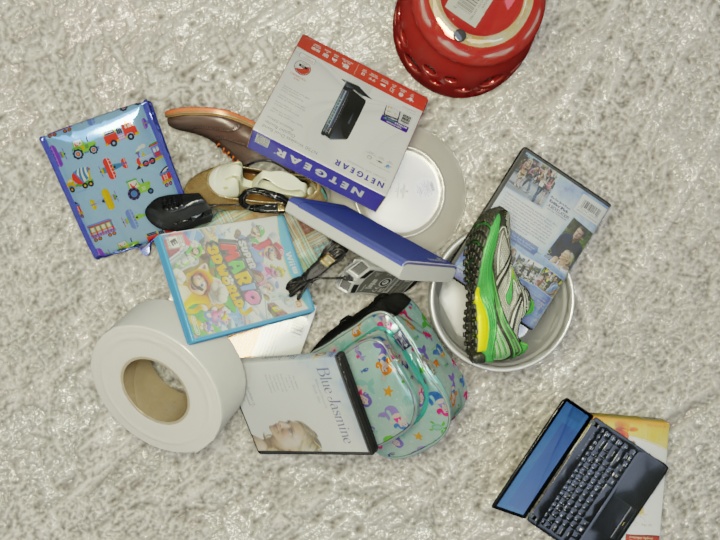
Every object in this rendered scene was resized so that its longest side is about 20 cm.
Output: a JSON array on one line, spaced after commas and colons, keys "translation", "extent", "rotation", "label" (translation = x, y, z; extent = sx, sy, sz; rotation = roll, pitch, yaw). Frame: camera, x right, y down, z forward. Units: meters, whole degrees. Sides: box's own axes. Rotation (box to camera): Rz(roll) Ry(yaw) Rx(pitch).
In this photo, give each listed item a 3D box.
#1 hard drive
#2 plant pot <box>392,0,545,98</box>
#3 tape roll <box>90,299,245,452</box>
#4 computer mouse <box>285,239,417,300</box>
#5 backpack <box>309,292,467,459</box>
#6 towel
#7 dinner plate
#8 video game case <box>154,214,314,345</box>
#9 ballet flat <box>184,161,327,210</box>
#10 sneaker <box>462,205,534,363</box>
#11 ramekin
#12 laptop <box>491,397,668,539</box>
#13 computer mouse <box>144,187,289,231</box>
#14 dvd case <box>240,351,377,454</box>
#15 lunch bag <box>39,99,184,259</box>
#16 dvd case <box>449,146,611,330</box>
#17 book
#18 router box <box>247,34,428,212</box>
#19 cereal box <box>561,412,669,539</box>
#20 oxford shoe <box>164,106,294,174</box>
[{"translation": [0.014, -0.041, 1.195], "extent": [0.199, 0.132, 0.026], "rotation": [31, 105, 32], "label": "hard drive"}, {"translation": [0.150, -0.347, 1.239], "extent": [0.199, 0.182, 0.202], "rotation": [0, 91, -5], "label": "plant pot"}, {"translation": [-0.254, 0.142, 1.214], "extent": [0.201, 0.071, 0.204], "rotation": [11, 121, 18], "label": "tape roll"}, {"translation": [0.000, 0.000, 1.256], "extent": [0.110, 0.199, 0.044], "rotation": [-48, 54, 35], "label": "computer mouse"}, {"translation": [0.040, 0.155, 1.237], "extent": [0.177, 0.151, 0.200], "rotation": [-34, 98, 31], "label": "backpack"}, {"translation": [-0.145, -0.029, 1.278], "extent": [0.199, 0.022, 0.147], "rotation": [-30, 86, -12], "label": "towel"}, {"translation": [0.055, -0.112, 1.310], "extent": [0.198, 0.024, 0.202], "rotation": [0, 90, -4], "label": "dinner plate"}, {"translation": [-0.161, 0.007, 1.201], "extent": [0.199, 0.018, 0.144], "rotation": [-13, 80, -42], "label": "video game case"}, {"translation": [-0.143, -0.116, 1.250], "extent": [0.198, 0.072, 0.068], "rotation": [9, 68, -2], "label": "ballet flat"}, {"translation": [0.178, 0.018, 1.176], "extent": [0.084, 0.078, 0.202], "rotation": [-2, 100, -9], "label": "sneaker"}, {"translation": [0.187, 0.037, 1.276], "extent": [0.198, 0.105, 0.202], "rotation": [0, 89, -4], "label": "ramekin"}, {"translation": [0.303, 0.294, 1.246], "extent": [0.199, 0.103, 0.178], "rotation": [34, 91, 2], "label": "laptop"}, {"translation": [-0.192, -0.078, 1.230], "extent": [0.198, 0.059, 0.034], "rotation": [-5, 46, 5], "label": "computer mouse"}, {"translation": [-0.081, 0.178, 1.204], "extent": [0.199, 0.018, 0.144], "rotation": [-8, 109, 35], "label": "dvd case"}, {"translation": [-0.327, -0.115, 1.263], "extent": [0.150, 0.094, 0.201], "rotation": [-20, 101, -5], "label": "lunch bag"}, {"translation": [0.222, -0.043, 1.217], "extent": [0.142, 0.018, 0.201], "rotation": [33, 89, -2], "label": "dvd case"}, {"translation": [-0.175, 0.078, 1.286], "extent": [0.199, 0.048, 0.134], "rotation": [21, 85, -4], "label": "book"}, {"translation": [-0.028, -0.203, 1.253], "extent": [0.199, 0.049, 0.180], "rotation": [26, 62, -6], "label": "router box"}, {"translation": [0.362, 0.309, 1.317], "extent": [0.143, 0.040, 0.202], "rotation": [4, 89, -2], "label": "cereal box"}, {"translation": [-0.177, -0.182, 1.274], "extent": [0.198, 0.071, 0.073], "rotation": [11, 93, -4], "label": "oxford shoe"}]
